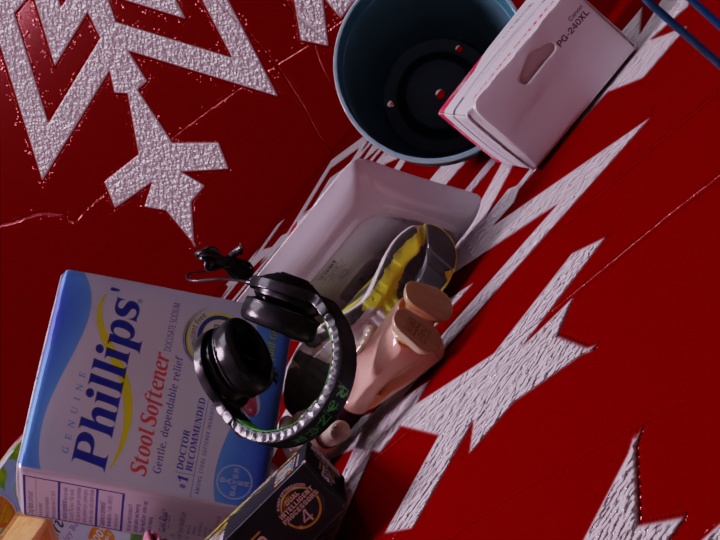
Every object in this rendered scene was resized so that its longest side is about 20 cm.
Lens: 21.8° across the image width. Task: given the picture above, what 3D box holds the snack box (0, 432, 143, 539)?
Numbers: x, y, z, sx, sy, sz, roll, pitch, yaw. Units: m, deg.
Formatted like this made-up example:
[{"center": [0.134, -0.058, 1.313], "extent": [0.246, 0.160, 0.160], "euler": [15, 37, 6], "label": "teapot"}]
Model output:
[{"center": [-0.258, 0.250, 1.690], "extent": [0.053, 0.200, 0.143], "euler": [-42, 10, 33], "label": "snack box"}]

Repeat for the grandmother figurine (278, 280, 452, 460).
[{"center": [-0.004, 0.097, 1.471], "extent": [0.200, 0.060, 0.121], "euler": [-49, 3, 40], "label": "grandmother figurine"}]

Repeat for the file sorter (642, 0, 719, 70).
[{"center": [0.258, -0.217, 1.136], "extent": [0.139, 0.122, 0.200], "euler": [-45, 9, 33], "label": "file sorter"}]

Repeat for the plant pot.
[{"center": [0.079, -0.196, 1.938], "extent": [0.201, 0.200, 0.188], "euler": [-51, -8, -1], "label": "plant pot"}]

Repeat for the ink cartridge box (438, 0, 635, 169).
[{"center": [0.156, -0.173, 1.697], "extent": [0.146, 0.083, 0.200], "euler": [-50, 8, 1], "label": "ink cartridge box"}]

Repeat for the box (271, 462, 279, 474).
[{"center": [-0.153, 0.177, 1.710], "extent": [0.098, 0.124, 0.200], "euler": [-51, 8, -7], "label": "box"}]

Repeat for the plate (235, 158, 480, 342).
[{"center": [0.000, 0.000, 1.639], "extent": [0.200, 0.032, 0.199], "euler": [-49, -33, 20], "label": "plate"}]

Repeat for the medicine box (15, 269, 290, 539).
[{"center": [-0.168, 0.117, 1.543], "extent": [0.103, 0.198, 0.184], "euler": [109, 171, -62], "label": "medicine box"}]

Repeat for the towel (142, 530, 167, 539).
[{"center": [-0.201, 0.285, 1.407], "extent": [0.147, 0.030, 0.200], "euler": [-58, 0, 10], "label": "towel"}]

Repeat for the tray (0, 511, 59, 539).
[{"center": [-0.269, 0.312, 1.568], "extent": [0.037, 0.202, 0.099], "euler": [3, 36, 23], "label": "tray"}]

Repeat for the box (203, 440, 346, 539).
[{"center": [-0.080, 0.197, 1.317], "extent": [0.161, 0.049, 0.200], "euler": [-46, 0, -1], "label": "box"}]

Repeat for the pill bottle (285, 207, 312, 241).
[{"center": [-0.023, -0.007, 1.871], "extent": [0.112, 0.112, 0.200], "euler": [-49, 7, 8], "label": "pill bottle"}]

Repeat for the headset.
[{"center": [-0.072, 0.052, 1.472], "extent": [0.124, 0.200, 0.094], "euler": [-47, -34, 13], "label": "headset"}]

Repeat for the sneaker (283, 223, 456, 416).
[{"center": [0.012, 0.052, 1.584], "extent": [0.200, 0.074, 0.085], "euler": [-48, -7, -6], "label": "sneaker"}]
